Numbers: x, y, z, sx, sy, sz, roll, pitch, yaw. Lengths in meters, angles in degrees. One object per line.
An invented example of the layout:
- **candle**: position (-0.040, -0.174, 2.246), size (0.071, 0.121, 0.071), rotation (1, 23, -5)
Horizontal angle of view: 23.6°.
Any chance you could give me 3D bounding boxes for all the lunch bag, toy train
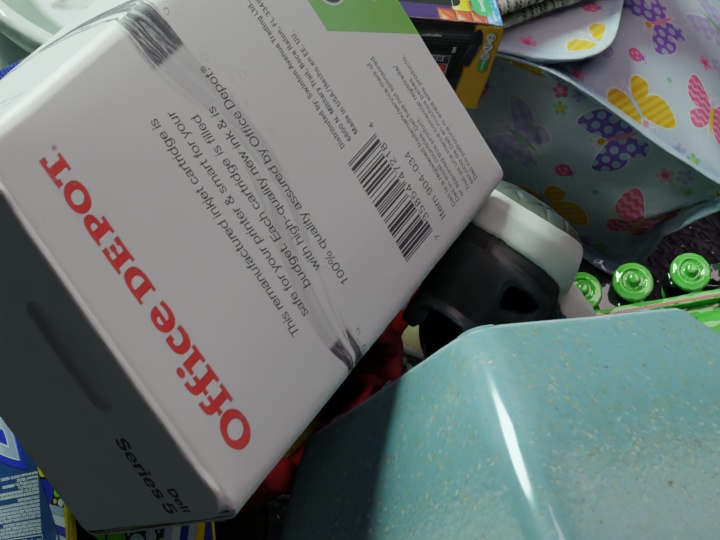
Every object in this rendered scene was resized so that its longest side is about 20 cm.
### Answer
- **lunch bag**: position (0.124, -0.125, 0.998), size (0.200, 0.127, 0.170), rotation (34, 45, -13)
- **toy train**: position (0.199, 0.018, 0.933), size (0.199, 0.042, 0.057), rotation (-10, 67, -4)

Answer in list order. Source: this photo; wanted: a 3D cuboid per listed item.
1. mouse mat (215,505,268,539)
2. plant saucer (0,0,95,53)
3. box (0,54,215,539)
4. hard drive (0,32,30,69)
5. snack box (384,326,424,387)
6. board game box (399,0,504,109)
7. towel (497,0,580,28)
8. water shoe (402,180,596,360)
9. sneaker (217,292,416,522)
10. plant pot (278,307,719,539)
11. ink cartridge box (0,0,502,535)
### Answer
- **mouse mat**: position (-0.118, 0.047, 0.679), size (0.200, 0.008, 0.161), rotation (-3, 81, -48)
- **plant saucer**: position (-0.121, -0.147, 0.874), size (0.200, 0.050, 0.200), rotation (14, 43, -14)
- **box**: position (-0.105, 0.025, 0.647), size (0.070, 0.064, 0.201), rotation (5, 76, -45)
- **hard drive**: position (-0.156, -0.086, 0.856), size (0.200, 0.026, 0.132), rotation (39, 38, 4)
- **snack box**: position (0.000, 0.000, 0.847), size (0.200, 0.037, 0.116), rotation (22, 43, -27)
- **board game box**: position (-0.030, -0.170, 0.853), size (0.165, 0.057, 0.200), rotation (2, 47, -14)
- **towel**: position (0.046, -0.202, 0.954), size (0.200, 0.035, 0.193), rotation (-23, 55, -18)
- **water shoe**: position (0.055, 0.024, 0.757), size (0.071, 0.200, 0.079), rotation (34, 80, 20)
- **sneaker**: position (-0.008, 0.030, 0.729), size (0.077, 0.085, 0.200), rotation (51, 49, -20)
- **plant pot**: position (0.079, 0.126, 0.625), size (0.196, 0.196, 0.200), rotation (-4, 68, -39)
- **ink cartridge box**: position (-0.055, -0.027, 0.605), size (0.146, 0.084, 0.200), rotation (57, 46, -18)
